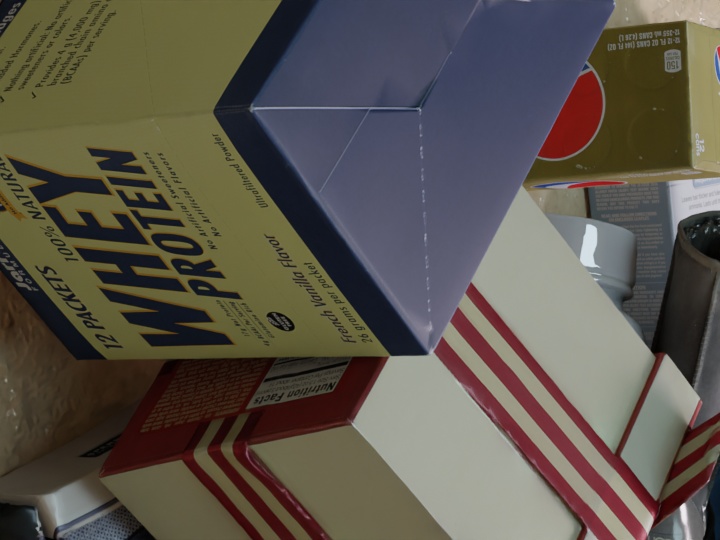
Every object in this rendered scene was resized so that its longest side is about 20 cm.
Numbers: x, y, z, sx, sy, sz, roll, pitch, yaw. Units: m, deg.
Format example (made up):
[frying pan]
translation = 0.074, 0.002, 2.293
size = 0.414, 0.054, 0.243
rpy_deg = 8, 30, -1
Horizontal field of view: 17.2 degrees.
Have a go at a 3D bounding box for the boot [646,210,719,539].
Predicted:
[boot]
translation = 0.178, 0.064, 1.314
size = 0.182, 0.072, 0.201
rpy_deg = -86, 180, -76

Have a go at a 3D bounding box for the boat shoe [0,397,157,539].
[boat shoe]
translation = -0.085, 0.111, 1.086
size = 0.200, 0.074, 0.093
rpy_deg = -25, 106, -40

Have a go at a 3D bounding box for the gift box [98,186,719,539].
[gift box]
translation = 0.037, 0.071, 1.027
size = 0.187, 0.184, 0.200
rpy_deg = 51, 53, -24

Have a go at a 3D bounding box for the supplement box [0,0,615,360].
[supplement box]
translation = -0.040, -0.080, 0.970
size = 0.134, 0.199, 0.200
rpy_deg = 54, 51, -33

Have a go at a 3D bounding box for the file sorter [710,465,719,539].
[file sorter]
translation = 0.269, 0.126, 1.369
size = 0.139, 0.122, 0.201
rpy_deg = -78, 174, -54

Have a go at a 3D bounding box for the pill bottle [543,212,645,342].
[pill bottle]
translation = 0.092, 0.076, 1.261
size = 0.114, 0.113, 0.201
rpy_deg = 15, 76, -48

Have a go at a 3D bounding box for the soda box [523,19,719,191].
[soda box]
translation = 0.072, -0.071, 1.107
size = 0.064, 0.199, 0.068
rpy_deg = 1, 86, -61

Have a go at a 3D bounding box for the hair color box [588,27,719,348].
[hair color box]
translation = 0.188, -0.041, 1.419
size = 0.099, 0.060, 0.201
rpy_deg = -12, 98, -49
